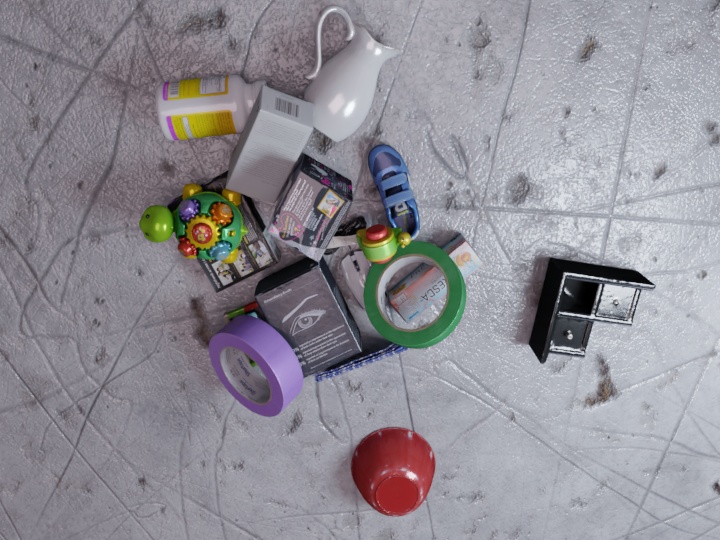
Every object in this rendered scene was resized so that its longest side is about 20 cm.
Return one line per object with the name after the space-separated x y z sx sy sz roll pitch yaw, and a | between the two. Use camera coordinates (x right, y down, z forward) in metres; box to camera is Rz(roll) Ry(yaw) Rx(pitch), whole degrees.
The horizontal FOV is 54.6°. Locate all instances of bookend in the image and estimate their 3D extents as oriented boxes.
0.474 0.095 1.448 0.194 0.092 0.204 8 108 -5 | bookend

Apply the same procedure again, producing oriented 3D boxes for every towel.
0.004 0.186 1.438 0.197 0.145 0.024 -21 81 4 | towel

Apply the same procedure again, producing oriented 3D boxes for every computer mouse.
0.000 0.000 1.422 0.108 0.044 0.202 -26 107 5 | computer mouse

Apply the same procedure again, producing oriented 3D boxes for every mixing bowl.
0.078 0.464 1.542 0.196 0.109 0.204 -1 108 -3 | mixing bowl

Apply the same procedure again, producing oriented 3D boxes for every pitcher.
-0.042 -0.354 1.262 0.170 0.121 0.202 29 99 -25 | pitcher

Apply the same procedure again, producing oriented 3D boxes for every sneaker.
0.072 -0.148 1.358 0.073 0.082 0.203 -21 107 7 | sneaker

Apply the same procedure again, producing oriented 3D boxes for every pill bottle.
-0.268 -0.301 1.282 0.196 0.104 0.106 -6 108 -1 | pill bottle

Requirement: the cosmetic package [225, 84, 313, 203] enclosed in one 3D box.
-0.165 -0.222 1.258 0.100 0.072 0.201 16 137 -21 | cosmetic package

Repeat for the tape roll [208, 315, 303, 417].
-0.209 0.191 1.388 0.198 0.066 0.203 24 135 27 | tape roll

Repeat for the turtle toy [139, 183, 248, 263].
-0.308 -0.082 1.298 0.196 0.101 0.149 6 107 -1 | turtle toy

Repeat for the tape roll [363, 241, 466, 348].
0.105 0.047 1.352 0.196 0.048 0.205 -5 74 18 | tape roll

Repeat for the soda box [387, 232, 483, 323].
0.150 0.016 1.421 0.199 0.069 0.064 -39 105 10 | soda box

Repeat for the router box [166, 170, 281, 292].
-0.268 -0.078 1.381 0.147 0.051 0.203 -24 107 7 | router box

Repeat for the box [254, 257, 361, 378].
-0.102 0.089 1.393 0.146 0.105 0.203 -23 107 5 | box

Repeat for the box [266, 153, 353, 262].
-0.093 -0.121 1.297 0.113 0.200 0.133 29 105 -9 | box

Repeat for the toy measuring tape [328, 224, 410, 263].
0.000 -0.046 1.337 0.196 0.074 0.075 -6 109 17 | toy measuring tape

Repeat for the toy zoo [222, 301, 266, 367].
-0.172 0.115 1.464 0.197 0.021 0.133 -21 107 4 | toy zoo
